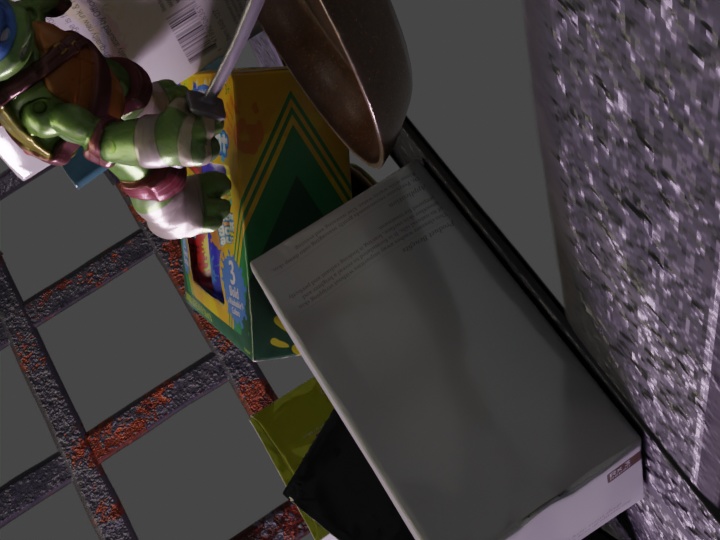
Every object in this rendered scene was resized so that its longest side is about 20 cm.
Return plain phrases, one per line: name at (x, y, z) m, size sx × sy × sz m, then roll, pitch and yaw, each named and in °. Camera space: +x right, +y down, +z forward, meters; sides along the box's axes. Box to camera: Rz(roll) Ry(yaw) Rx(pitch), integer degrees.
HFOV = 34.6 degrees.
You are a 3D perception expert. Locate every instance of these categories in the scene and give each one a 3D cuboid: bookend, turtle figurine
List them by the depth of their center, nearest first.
turtle figurine at (-0.102, -0.104, 0.575) m, size 0.143 × 0.201 × 0.194 m, roll 31°, pitch 171°, yaw 17°
bookend at (0.089, 0.175, 0.738) m, size 0.198 × 0.092 × 0.200 m, roll 30°, pitch 176°, yaw 38°

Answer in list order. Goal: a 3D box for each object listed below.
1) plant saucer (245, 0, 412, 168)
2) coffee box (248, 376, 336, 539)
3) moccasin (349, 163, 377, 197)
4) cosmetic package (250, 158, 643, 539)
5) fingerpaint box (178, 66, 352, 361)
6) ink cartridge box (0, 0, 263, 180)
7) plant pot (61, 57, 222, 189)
plant saucer at (-0.031, -0.141, 0.532) m, size 0.201 × 0.034 × 0.200 m, roll 56°, pitch 175°, yaw 8°
coffee box at (0.018, 0.237, 1.377) m, size 0.200 × 0.199 × 0.198 m, roll 54°, pitch 173°, yaw 41°
moccasin at (0.024, 0.006, 0.722) m, size 0.078 × 0.073 × 0.202 m, roll 51°, pitch -168°, yaw -54°
cosmetic package at (0.041, 0.054, 0.586) m, size 0.201 × 0.112 × 0.081 m, roll 57°, pitch 175°, yaw 31°
fingerpaint box at (-0.070, -0.047, 0.751) m, size 0.200 × 0.073 × 0.168 m, roll -155°, pitch 60°, yaw -68°
ink cartridge box at (-0.175, -0.188, 0.682) m, size 0.145 × 0.199 × 0.147 m, roll 54°, pitch 174°, yaw 29°
plant pot at (-0.226, -0.195, 1.123) m, size 0.142 × 0.199 × 0.141 m, roll 59°, pitch 174°, yaw -12°
